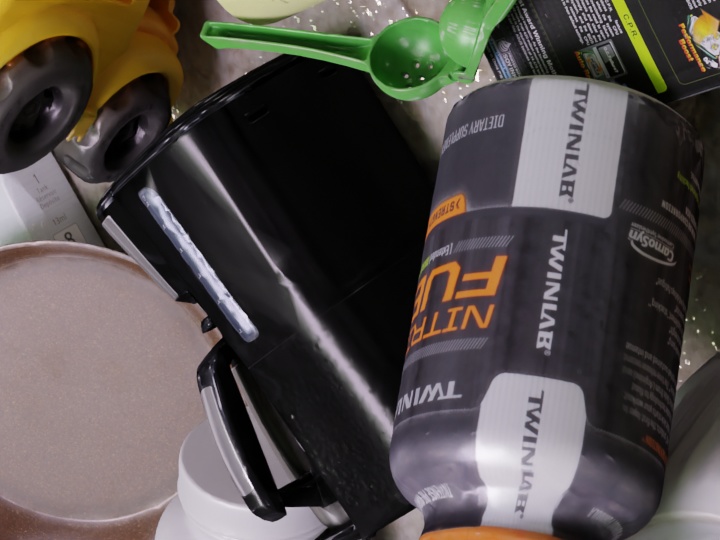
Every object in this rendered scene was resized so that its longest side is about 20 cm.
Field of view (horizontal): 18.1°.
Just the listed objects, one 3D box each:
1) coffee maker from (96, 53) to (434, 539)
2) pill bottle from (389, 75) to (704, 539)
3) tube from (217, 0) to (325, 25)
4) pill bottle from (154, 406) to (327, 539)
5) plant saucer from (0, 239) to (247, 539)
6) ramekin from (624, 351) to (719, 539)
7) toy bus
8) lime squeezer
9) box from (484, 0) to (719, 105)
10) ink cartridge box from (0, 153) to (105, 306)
[{"bbox_3d":[0.000,0.000,1.018,0.192,0.135,0.200,-34,91,26],"label":"coffee maker"},{"bbox_3d":[0.070,0.035,0.869,0.106,0.201,0.106,9,158,4],"label":"pill bottle"},{"bbox_3d":[0.010,-0.148,0.889,0.058,0.052,0.200,28,153,-30],"label":"tube"},{"bbox_3d":[-0.054,0.174,1.176,0.108,0.109,0.201,27,131,30],"label":"pill bottle"},{"bbox_3d":[-0.153,0.069,1.201,0.199,0.032,0.201,2,117,4],"label":"plant saucer"},{"bbox_3d":[0.185,0.132,0.907,0.200,0.105,0.201,25,135,28],"label":"ramekin"},{"bbox_3d":[-0.133,-0.153,1.024,0.136,0.200,0.192,42,104,20],"label":"toy bus"},{"bbox_3d":[0.026,-0.102,0.902,0.200,0.038,0.071,-12,127,48],"label":"lime squeezer"},{"bbox_3d":[0.098,-0.162,0.859,0.193,0.047,0.201,-18,102,47],"label":"box"},{"bbox_3d":[-0.238,-0.057,1.254,0.162,0.050,0.200,-24,101,49],"label":"ink cartridge box"}]
